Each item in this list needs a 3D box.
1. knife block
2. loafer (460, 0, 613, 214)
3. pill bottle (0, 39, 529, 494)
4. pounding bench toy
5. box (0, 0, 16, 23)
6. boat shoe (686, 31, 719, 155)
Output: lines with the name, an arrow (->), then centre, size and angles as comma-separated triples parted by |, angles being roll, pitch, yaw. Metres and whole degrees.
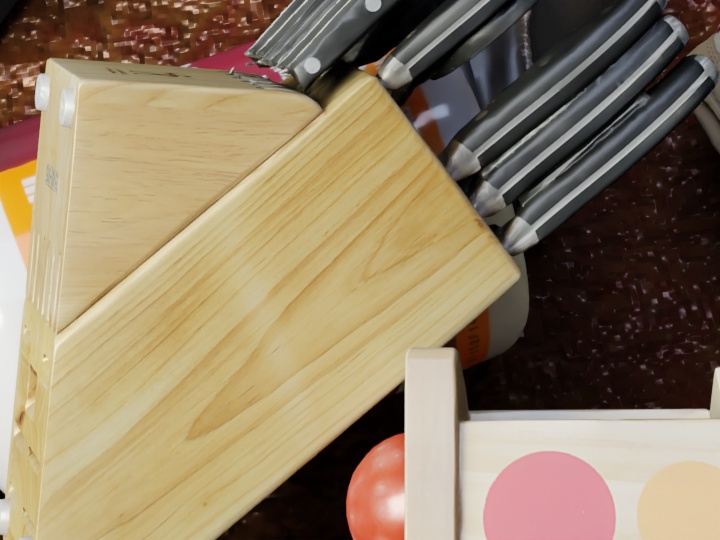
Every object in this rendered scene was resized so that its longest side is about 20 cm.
knife block -> 0.000, 0.000, 0.799 | 0.175, 0.064, 0.201 | 5, 98, -13
loafer -> 0.056, -0.098, 0.962 | 0.071, 0.073, 0.200 | -3, 55, 4
pill bottle -> -0.061, 0.003, 0.877 | 0.199, 0.113, 0.113 | -20, 57, -10
pounding bench toy -> 0.074, 0.130, 0.770 | 0.155, 0.124, 0.201 | -1, 74, 4
box -> -0.206, -0.154, 0.987 | 0.200, 0.122, 0.106 | 22, 59, 18
boat shoe -> 0.154, 0.008, 0.896 | 0.064, 0.071, 0.200 | -31, 61, 24
